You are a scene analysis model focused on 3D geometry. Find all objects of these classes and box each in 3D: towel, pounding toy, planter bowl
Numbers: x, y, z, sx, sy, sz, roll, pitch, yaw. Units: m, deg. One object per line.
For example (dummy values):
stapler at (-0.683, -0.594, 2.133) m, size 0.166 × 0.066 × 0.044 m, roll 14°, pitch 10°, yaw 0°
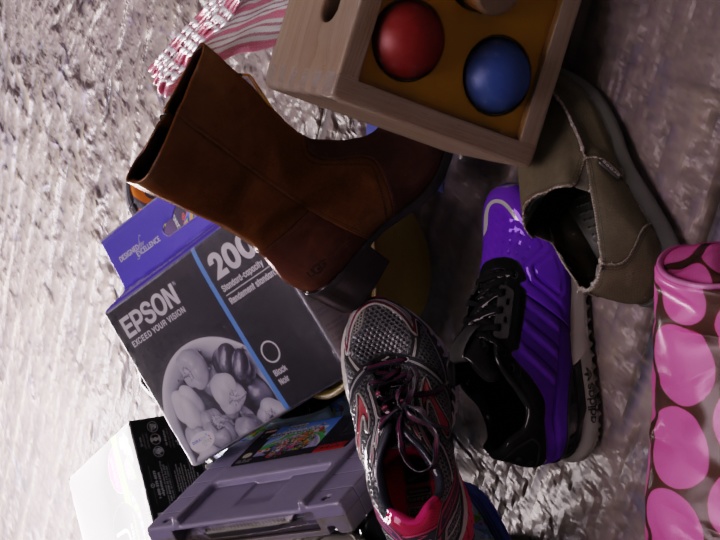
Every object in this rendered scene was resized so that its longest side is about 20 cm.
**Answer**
towel at (-0.082, -0.213, 1.316) m, size 0.030 × 0.146 × 0.200 m, roll 60°, pitch 147°, yaw 1°
pounding toy at (0.051, -0.188, 1.006) m, size 0.142 × 0.184 × 0.200 m, roll 20°, pitch 93°, yaw 60°
planter bowl at (0.000, 0.000, 1.263) m, size 0.200 × 0.083 × 0.201 m, roll 5°, pitch 96°, yaw 63°

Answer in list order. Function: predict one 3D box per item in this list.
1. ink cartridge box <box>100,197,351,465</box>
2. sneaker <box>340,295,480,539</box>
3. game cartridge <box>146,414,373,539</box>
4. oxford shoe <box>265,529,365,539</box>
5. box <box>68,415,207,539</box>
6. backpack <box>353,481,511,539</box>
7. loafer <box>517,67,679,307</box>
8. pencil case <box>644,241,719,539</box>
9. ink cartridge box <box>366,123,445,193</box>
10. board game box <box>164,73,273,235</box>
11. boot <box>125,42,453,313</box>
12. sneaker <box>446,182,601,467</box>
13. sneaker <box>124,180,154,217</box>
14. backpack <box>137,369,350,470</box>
ink cartridge box at (-0.110, 0.026, 1.217) m, size 0.198 × 0.043 × 0.200 m, roll -33°, pitch 86°, yaw 39°
sneaker at (0.033, 0.102, 1.079) m, size 0.075 × 0.080 × 0.200 m, roll 63°, pitch -170°, yaw -58°
game cartridge at (-0.054, 0.156, 1.189) m, size 0.200 × 0.130 × 0.038 m, roll -15°, pitch 113°, yaw 39°
oxford shoe at (-0.044, 0.215, 1.144) m, size 0.200 × 0.058 × 0.075 m, roll 5°, pitch 79°, yaw 66°
box at (-0.195, 0.240, 1.601) m, size 0.200 × 0.124 × 0.149 m, roll -41°, pitch 61°, yaw 55°
backpack at (0.053, 0.257, 1.163) m, size 0.183 × 0.147 × 0.200 m, roll 61°, pitch 142°, yaw 43°
loafer at (0.138, -0.060, 1.041) m, size 0.200 × 0.070 × 0.075 m, roll 61°, pitch 142°, yaw 33°
pencil case at (0.212, 0.085, 0.929) m, size 0.094 × 0.090 × 0.201 m, roll -69°, pitch -23°, yaw -79°
ink cartridge box at (0.058, -0.171, 1.186) m, size 0.119 × 0.042 × 0.201 m, roll 35°, pitch 122°, yaw 51°
board game box at (-0.100, -0.044, 1.303) m, size 0.200 × 0.057 × 0.166 m, roll 57°, pitch 137°, yaw 46°
boot at (-0.043, -0.094, 1.095) m, size 0.189 × 0.200 × 0.068 m, roll -57°, pitch 30°, yaw -3°
sneaker at (0.102, 0.039, 1.088) m, size 0.070 × 0.099 × 0.201 m, roll -19°, pitch 80°, yaw 56°
sneaker at (-0.155, -0.057, 1.542) m, size 0.200 × 0.077 × 0.112 m, roll 52°, pitch 134°, yaw 26°
backpack at (-0.075, 0.111, 1.367) m, size 0.200 × 0.163 × 0.154 m, roll 8°, pitch 110°, yaw 52°
